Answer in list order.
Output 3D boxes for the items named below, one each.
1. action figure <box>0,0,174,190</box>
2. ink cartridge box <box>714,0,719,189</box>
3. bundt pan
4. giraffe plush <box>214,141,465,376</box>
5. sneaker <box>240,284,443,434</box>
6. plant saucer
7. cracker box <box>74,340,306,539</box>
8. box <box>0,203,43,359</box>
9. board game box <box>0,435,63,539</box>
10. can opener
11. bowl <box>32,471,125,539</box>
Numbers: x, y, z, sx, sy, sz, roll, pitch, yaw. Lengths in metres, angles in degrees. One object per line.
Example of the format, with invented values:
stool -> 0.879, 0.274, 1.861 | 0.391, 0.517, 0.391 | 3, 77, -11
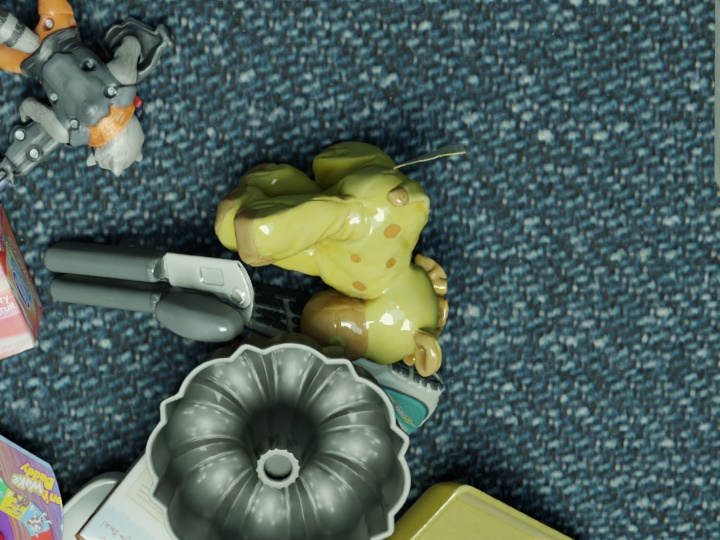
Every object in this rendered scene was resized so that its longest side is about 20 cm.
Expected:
action figure -> -0.249, -0.138, 1.634 | 0.193, 0.105, 0.200 | 42, 99, -6
ink cartridge box -> 0.379, -0.166, 1.702 | 0.195, 0.043, 0.202 | -4, 110, -2
bundt pan -> -0.061, 0.135, 1.626 | 0.200, 0.076, 0.204 | 0, 109, 0
giraffe plush -> 0.000, 0.000, 1.659 | 0.198, 0.173, 0.163 | -8, 110, 15
sneaker -> -0.030, 0.078, 1.737 | 0.199, 0.078, 0.080 | 28, 113, -13
plant saucer -> 0.064, 0.260, 1.780 | 0.200, 0.049, 0.200 | -47, 138, 11
cracker box -> -0.113, 0.176, 1.706 | 0.134, 0.058, 0.200 | 41, 75, -4
box -> -0.360, 0.033, 1.683 | 0.199, 0.095, 0.103 | -18, 108, 2
board game box -> -0.337, 0.199, 1.728 | 0.199, 0.039, 0.159 | 29, 100, 12
can opener -> -0.168, 0.011, 1.661 | 0.199, 0.066, 0.053 | 9, 116, 34
bowl -> -0.191, 0.273, 1.783 | 0.199, 0.075, 0.200 | 38, 103, -11
